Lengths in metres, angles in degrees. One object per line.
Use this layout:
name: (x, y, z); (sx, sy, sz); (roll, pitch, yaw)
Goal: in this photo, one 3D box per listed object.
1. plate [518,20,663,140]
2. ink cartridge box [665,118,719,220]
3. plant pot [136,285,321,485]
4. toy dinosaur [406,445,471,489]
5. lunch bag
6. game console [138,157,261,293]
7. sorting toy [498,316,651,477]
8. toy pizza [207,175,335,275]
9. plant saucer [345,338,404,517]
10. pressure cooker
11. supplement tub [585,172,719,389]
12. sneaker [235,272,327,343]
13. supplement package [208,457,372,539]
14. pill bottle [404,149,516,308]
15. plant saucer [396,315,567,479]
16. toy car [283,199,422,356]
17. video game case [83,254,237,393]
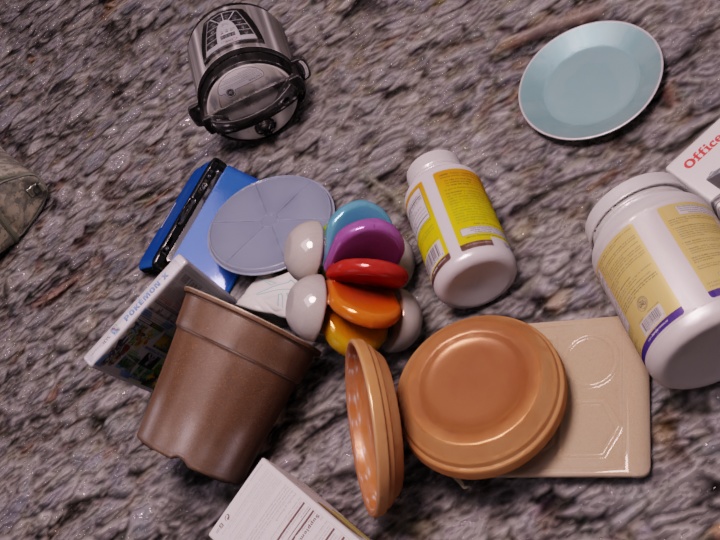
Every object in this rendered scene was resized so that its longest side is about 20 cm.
plate: (0.313, -0.254, 1.229); (0.197, 0.026, 0.203); (-15, 55, 21)
ink cartridge box: (0.463, -0.089, 1.000); (0.144, 0.084, 0.200); (-42, 49, 1)
plant pot: (-0.178, 0.154, 1.166); (0.198, 0.200, 0.201); (18, 80, 37)
toy dinosaur: (0.089, 0.174, 1.068); (0.088, 0.047, 0.202); (-30, 39, 34)
lunch bag: (-0.691, -0.142, 1.678); (0.199, 0.140, 0.168); (28, 61, 38)
game console: (-0.242, -0.062, 1.437); (0.202, 0.118, 0.170); (-62, 21, -16)
sorting toy: (0.227, 0.146, 1.029); (0.197, 0.037, 0.188); (-4, 60, 23)
toy pizza: (-0.131, -0.064, 1.339); (0.197, 0.032, 0.202); (-9, 47, 10)
plant saucer: (0.016, 0.178, 1.039); (0.037, 0.202, 0.202); (-6, 53, -10)
pressure cooker: (-0.182, -0.309, 1.456); (0.177, 0.176, 0.202); (-54, 40, 37)
supplement tub: (0.338, 0.008, 0.973); (0.144, 0.146, 0.202); (-28, 51, 12)
sneaker: (-0.086, 0.043, 1.248); (0.198, 0.071, 0.081); (15, 67, 36)
supplement package: (-0.055, 0.325, 1.025); (0.199, 0.114, 0.110); (30, 79, 38)
pill bottle: (0.121, -0.059, 1.164); (0.108, 0.109, 0.202); (-27, 52, 13)
plant saucer: (0.130, 0.132, 1.012); (0.197, 0.038, 0.202); (-14, 49, 17)
toy car: (0.000, 0.000, 1.137); (0.172, 0.151, 0.203); (8, 53, -18)
video game case: (-0.267, 0.081, 1.247); (0.022, 0.200, 0.183); (40, 85, 22)
